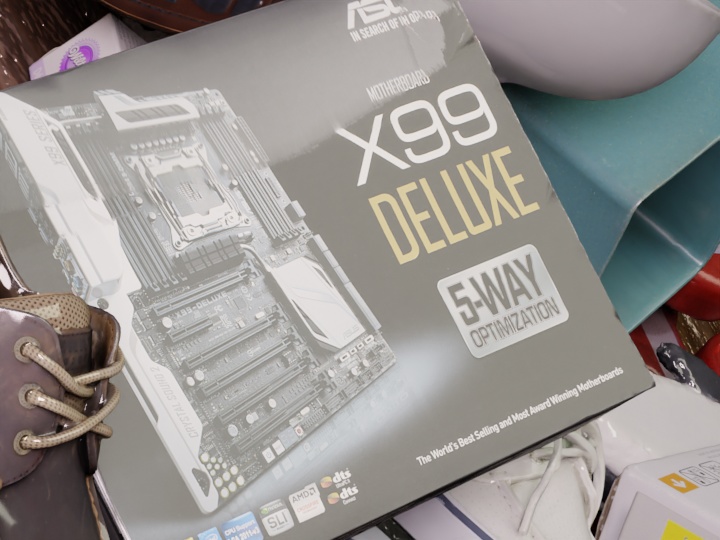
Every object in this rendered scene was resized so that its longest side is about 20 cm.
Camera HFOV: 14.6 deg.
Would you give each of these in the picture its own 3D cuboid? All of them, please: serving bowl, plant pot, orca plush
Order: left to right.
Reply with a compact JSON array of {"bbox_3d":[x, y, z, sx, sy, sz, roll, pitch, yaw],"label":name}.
[{"bbox_3d":[0.030,-0.117,0.993,0.200,0.066,0.200,32,10,-7],"label":"serving bowl"},{"bbox_3d":[0.054,-0.076,1.141,0.200,0.141,0.141,41,49,15],"label":"plant pot"},{"bbox_3d":[0.095,0.086,1.097,0.200,0.071,0.106,8,57,-49],"label":"orca plush"}]

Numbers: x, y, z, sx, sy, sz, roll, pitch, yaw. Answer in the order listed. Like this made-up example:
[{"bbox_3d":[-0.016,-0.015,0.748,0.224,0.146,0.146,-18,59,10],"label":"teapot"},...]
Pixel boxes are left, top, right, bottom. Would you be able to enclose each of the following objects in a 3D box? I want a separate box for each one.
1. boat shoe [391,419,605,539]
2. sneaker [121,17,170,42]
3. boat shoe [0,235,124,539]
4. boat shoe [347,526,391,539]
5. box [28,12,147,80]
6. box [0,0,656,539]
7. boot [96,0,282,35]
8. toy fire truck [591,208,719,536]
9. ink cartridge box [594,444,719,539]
[{"bbox_3d":[0.051,0.062,0.963,0.075,0.086,0.202,41,2,-43],"label":"boat shoe"},{"bbox_3d":[-0.018,-0.077,1.045,0.114,0.073,0.201,24,13,-27],"label":"sneaker"},{"bbox_3d":[-0.103,0.031,0.735,0.200,0.073,0.074,59,18,3],"label":"boat shoe"},{"bbox_3d":[0.030,0.165,0.888,0.200,0.071,0.091,42,25,-26],"label":"boat shoe"},{"bbox_3d":[-0.070,0.001,0.927,0.041,0.039,0.201,39,26,-46],"label":"box"},{"bbox_3d":[-0.026,0.004,0.848,0.200,0.050,0.158,-21,81,-37],"label":"box"},{"bbox_3d":[-0.068,-0.123,0.988,0.200,0.075,0.097,39,5,37],"label":"boot"},{"bbox_3d":[0.094,0.046,1.215,0.167,0.112,0.201,9,46,-35],"label":"toy fire truck"},{"bbox_3d":[0.218,0.119,1.026,0.200,0.047,0.197,31,20,31],"label":"ink cartridge box"}]
